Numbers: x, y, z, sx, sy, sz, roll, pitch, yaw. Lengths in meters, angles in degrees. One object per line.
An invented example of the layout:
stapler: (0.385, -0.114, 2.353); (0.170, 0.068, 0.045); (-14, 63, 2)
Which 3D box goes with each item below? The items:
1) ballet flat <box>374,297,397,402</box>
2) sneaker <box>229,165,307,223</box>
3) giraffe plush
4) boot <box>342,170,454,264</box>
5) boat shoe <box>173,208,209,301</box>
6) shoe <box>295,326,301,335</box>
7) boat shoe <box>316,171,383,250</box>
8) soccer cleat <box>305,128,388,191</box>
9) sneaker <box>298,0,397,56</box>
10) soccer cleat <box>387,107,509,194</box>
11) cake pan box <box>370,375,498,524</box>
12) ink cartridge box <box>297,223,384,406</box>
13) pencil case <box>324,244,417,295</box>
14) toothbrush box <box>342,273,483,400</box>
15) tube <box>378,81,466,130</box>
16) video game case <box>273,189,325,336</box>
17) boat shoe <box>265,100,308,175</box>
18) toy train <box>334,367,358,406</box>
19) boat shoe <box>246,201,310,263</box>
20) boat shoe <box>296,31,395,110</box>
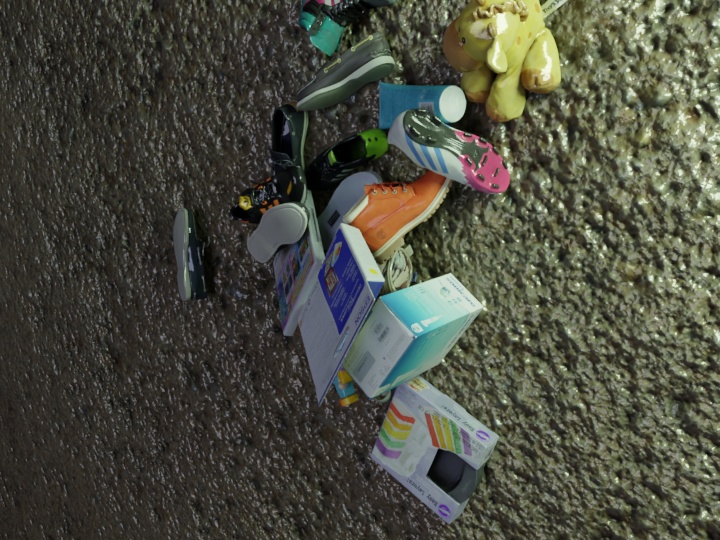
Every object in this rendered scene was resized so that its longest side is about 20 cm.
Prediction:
ballet flat: (0.025, 0.137, 1.198); (0.067, 0.063, 0.203); (-15, 90, 42)
sneaker: (-0.168, -0.127, 1.208); (0.199, 0.089, 0.071); (-26, 78, 55)
giraffe plush: (0.181, -0.308, 0.900); (0.173, 0.161, 0.201); (48, 126, 20)
boot: (0.063, -0.115, 1.055); (0.107, 0.075, 0.200); (44, 101, -8)
boat shoe: (-0.367, -0.035, 1.475); (0.075, 0.061, 0.203); (-9, 86, 56)
shoe: (-0.064, 0.074, 1.246); (0.199, 0.053, 0.070); (-17, 109, 47)
boat shoe: (-0.011, -0.105, 1.168); (0.074, 0.068, 0.200); (52, 134, 14)
soccer cleat: (-0.039, -0.191, 1.161); (0.199, 0.081, 0.068); (-24, 85, 40)
sneaker: (-0.030, -0.407, 1.081); (0.199, 0.083, 0.122); (20, 91, 42)
soccer cleat: (0.130, -0.173, 0.998); (0.086, 0.198, 0.071); (-19, 45, 63)
cake pan box: (0.125, 0.309, 1.167); (0.199, 0.052, 0.186); (35, 123, 28)
ink cartridge box: (-0.029, 0.065, 1.008); (0.199, 0.046, 0.201); (-63, 30, 26)
pencil case: (0.000, 0.000, 1.179); (0.198, 0.090, 0.078); (0, 129, 39)
toothbrush box: (0.081, 0.099, 1.055); (0.085, 0.199, 0.147); (47, 126, 23)
tube: (0.081, -0.257, 1.050); (0.199, 0.050, 0.079); (20, 109, 56)
video game case: (-0.115, -0.013, 1.228); (0.201, 0.023, 0.183); (118, 149, -41)
boat shoe: (-0.140, -0.212, 1.251); (0.074, 0.062, 0.203); (23, 116, 33)
toy train: (-0.036, 0.145, 1.192); (0.151, 0.055, 0.202); (-124, 18, -47)
boat shoe: (-0.136, -0.075, 1.186); (0.074, 0.060, 0.200); (46, 144, -2)
boat shoe: (-0.032, -0.330, 1.133); (0.199, 0.071, 0.061); (-19, 85, 33)
